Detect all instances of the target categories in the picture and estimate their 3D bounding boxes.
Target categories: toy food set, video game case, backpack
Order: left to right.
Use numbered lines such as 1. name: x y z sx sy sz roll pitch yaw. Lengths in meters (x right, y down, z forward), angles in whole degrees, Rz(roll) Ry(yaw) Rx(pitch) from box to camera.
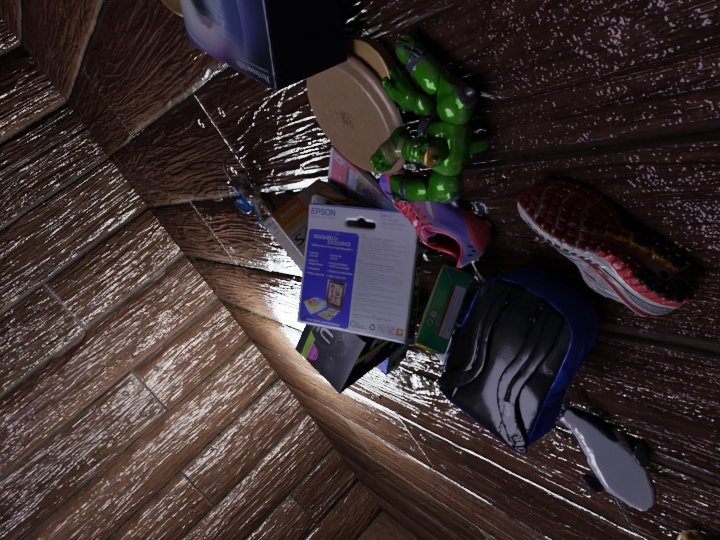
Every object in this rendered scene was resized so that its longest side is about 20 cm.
1. toy food set: -0.004 -0.222 0.823 0.197 0.049 0.201 22 147 51
2. video game case: 0.019 -0.110 1.017 0.200 0.017 0.143 44 158 12
3. backpack: 0.215 0.097 0.792 0.162 0.167 0.201 31 121 31

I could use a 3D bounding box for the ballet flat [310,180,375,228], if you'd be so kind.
1. ballet flat: -0.039 -0.097 1.026 0.200 0.072 0.068 33 154 36

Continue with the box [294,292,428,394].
1. box: 0.003 0.100 1.101 0.124 0.200 0.149 40 131 19

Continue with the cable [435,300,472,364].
1. cable: 0.199 0.138 1.018 0.201 0.069 0.200 56 158 -18

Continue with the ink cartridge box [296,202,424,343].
1. ink cartridge box: 0.000 0.000 0.948 0.197 0.202 0.043 9 -175 25

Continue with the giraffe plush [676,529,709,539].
1. giraffe plush: 0.554 0.508 0.872 0.161 0.201 0.173 2 134 23

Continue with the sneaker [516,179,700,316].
1. sneaker: 0.248 -0.019 0.636 0.200 0.078 0.082 42 160 17

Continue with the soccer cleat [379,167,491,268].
1. soccer cleat: 0.092 -0.079 0.840 0.200 0.076 0.067 38 156 24

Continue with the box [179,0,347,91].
1. box: -0.125 -0.348 0.695 0.200 0.123 0.199 35 146 34

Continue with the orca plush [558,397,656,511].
1. orca plush: 0.369 0.277 0.923 0.199 0.106 0.071 33 -169 10

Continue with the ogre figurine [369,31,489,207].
1. ogre figurine: 0.080 -0.161 0.699 0.120 0.098 0.201 34 117 38

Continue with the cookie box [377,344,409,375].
1. cookie box: 0.028 0.123 1.325 0.171 0.075 0.200 42 159 19

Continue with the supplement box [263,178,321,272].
1. supplement box: -0.072 -0.056 1.141 0.200 0.126 0.073 51 160 -10

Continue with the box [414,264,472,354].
1. box: 0.118 0.064 0.888 0.048 0.118 0.200 20 176 5

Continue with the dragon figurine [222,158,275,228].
1. dragon figurine: -0.270 -0.176 1.417 0.200 0.059 0.100 38 157 22

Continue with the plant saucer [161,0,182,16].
1. plant saucer: -0.320 -0.501 0.984 0.200 0.035 0.201 41 158 21
